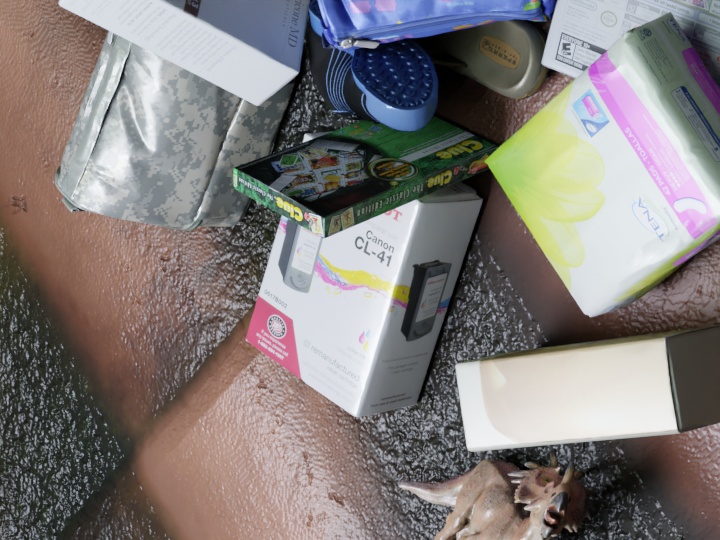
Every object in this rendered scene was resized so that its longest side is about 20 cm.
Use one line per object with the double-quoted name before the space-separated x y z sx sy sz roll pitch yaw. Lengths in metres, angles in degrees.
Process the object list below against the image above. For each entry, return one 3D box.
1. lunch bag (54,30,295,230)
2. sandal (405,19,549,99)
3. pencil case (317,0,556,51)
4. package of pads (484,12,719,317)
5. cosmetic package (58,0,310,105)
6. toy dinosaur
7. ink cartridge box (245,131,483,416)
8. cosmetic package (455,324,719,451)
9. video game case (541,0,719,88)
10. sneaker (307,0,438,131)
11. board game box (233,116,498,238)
"lunch bag" -0.171 -0.142 1.742 0.139 0.167 0.201 42 120 30
"sandal" 0.069 -0.194 1.592 0.200 0.054 0.081 31 114 40
"pencil case" 0.058 -0.219 1.529 0.199 0.078 0.087 -6 67 12
"package of pads" 0.198 -0.070 1.443 0.155 0.068 0.200 58 143 7
"cosmetic package" -0.141 -0.229 1.626 0.074 0.199 0.102 -34 41 49
"toy dinosaur" 0.117 0.189 1.581 0.200 0.085 0.136 34 107 53
"ink cartridge box" 0.000 0.000 1.659 0.147 0.085 0.201 32 117 36
"cosmetic package" 0.181 0.089 1.492 0.199 0.105 0.072 -10 88 41
"video game case" 0.240 -0.207 1.442 0.199 0.045 0.182 28 115 37
"sneaker" 0.010 -0.151 1.598 0.200 0.070 0.078 -123 26 -52
"board game box" 0.006 -0.082 1.566 0.104 0.199 0.024 27 126 38
